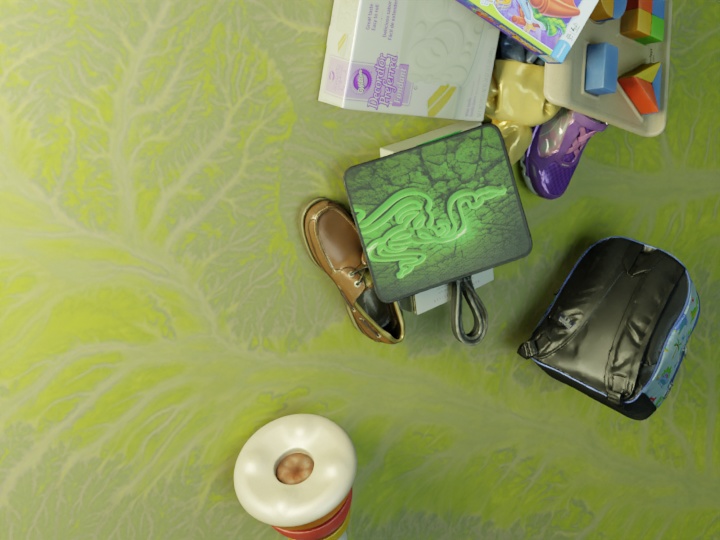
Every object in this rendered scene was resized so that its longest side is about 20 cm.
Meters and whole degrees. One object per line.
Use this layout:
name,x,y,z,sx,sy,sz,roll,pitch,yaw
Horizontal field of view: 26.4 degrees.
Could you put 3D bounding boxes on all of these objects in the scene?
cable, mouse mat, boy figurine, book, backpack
cable,0.125,-0.004,1.802,0.097,0.050,0.202,-6,104,-35
mouse mat,0.090,-0.066,1.750,0.199,0.008,0.162,-18,96,-13
boy figurine,0.192,-0.217,1.812,0.123,0.064,0.202,3,108,-9
book,0.094,-0.065,1.823,0.133,0.048,0.201,-21,115,-31
backpack,0.333,0.069,1.947,0.201,0.182,0.147,-61,150,-5

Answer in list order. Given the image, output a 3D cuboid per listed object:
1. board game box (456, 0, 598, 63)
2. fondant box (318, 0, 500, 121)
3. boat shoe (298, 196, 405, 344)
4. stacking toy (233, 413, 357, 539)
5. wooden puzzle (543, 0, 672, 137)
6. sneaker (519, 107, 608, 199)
board game box,0.214,-0.350,1.699,0.134,0.045,0.201,30,90,-16
fondant box,0.059,-0.249,1.724,0.199,0.058,0.145,1,105,-33
boat shoe,0.000,0.000,1.764,0.072,0.068,0.201,-41,123,-13
stacking toy,-0.058,0.277,1.810,0.146,0.146,0.201,-39,142,-17
wooden puzzle,0.301,-0.266,1.796,0.199,0.046,0.187,11,80,-39
sneaker,0.261,-0.180,1.864,0.080,0.088,0.202,11,101,-37
